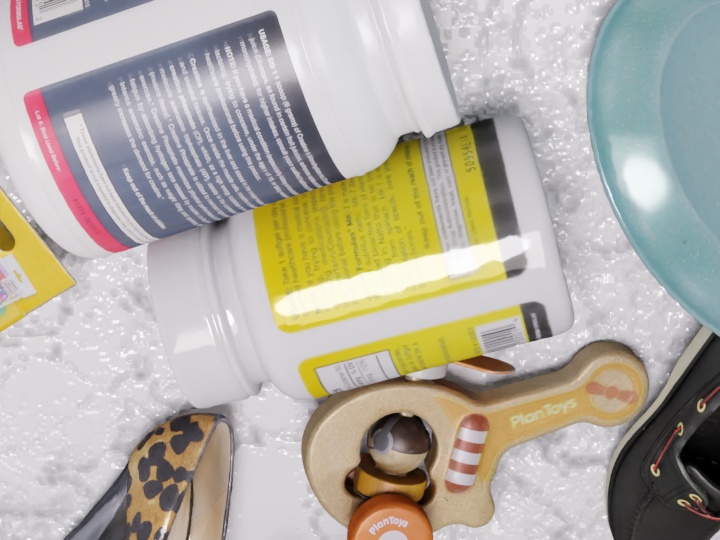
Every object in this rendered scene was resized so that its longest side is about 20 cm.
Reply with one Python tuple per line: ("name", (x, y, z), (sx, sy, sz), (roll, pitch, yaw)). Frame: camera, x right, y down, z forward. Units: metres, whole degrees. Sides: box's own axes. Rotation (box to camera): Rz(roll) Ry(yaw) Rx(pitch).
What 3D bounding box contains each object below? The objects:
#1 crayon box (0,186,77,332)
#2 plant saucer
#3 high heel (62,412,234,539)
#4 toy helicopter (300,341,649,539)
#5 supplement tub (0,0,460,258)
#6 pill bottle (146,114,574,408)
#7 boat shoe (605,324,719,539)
("crayon box", (-0.261, 0.000, 0.820), (0.199, 0.052, 0.126), (-30, 112, 13))
("plant saucer", (0.189, -0.054, 0.746), (0.036, 0.199, 0.201), (-27, 118, -27))
("high heel", (-0.085, 0.183, 0.847), (0.143, 0.201, 0.071), (-47, 151, 23))
("toy helicopter", (0.063, 0.077, 0.862), (0.198, 0.079, 0.133), (-17, 106, -5))
("supplement tub", (-0.065, -0.097, 0.728), (0.198, 0.141, 0.141), (-17, 114, 7))
("pill bottle", (0.000, 0.000, 0.790), (0.198, 0.115, 0.115), (-15, 115, 6))
("boat shoe", (0.190, 0.105, 0.856), (0.073, 0.063, 0.202), (9, 130, -14))
